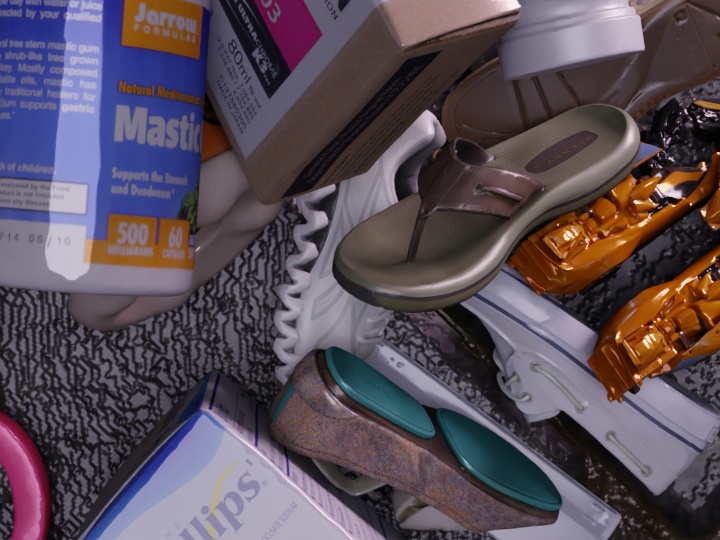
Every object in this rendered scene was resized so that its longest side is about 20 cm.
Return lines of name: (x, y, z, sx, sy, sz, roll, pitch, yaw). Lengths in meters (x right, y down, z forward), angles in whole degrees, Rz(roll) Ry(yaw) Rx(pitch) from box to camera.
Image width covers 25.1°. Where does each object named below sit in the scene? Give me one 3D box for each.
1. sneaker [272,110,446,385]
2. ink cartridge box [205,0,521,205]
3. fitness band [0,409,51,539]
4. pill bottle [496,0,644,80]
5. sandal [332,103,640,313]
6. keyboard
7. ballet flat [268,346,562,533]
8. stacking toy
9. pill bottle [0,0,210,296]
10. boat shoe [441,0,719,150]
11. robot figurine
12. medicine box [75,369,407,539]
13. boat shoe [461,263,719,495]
sneaker: (0.000, 0.000, 0.903, 0.080, 0.075, 0.203, 8, 95, 15)
ink cartridge box: (-0.032, -0.158, 0.774, 0.075, 0.165, 0.202, -20, 77, -32)
fitness band: (-0.262, 0.164, 0.926, 0.143, 0.037, 0.202, 29, 92, -4)
pill bottle: (0.082, -0.196, 0.764, 0.109, 0.111, 0.203, -12, 93, -3)
sandal: (0.063, -0.046, 0.843, 0.200, 0.079, 0.058, -35, 134, -26)
keyboard: (0.061, 0.110, 0.958, 0.199, 0.011, 0.057, 37, 95, -4)
ballet flat: (0.027, 0.106, 0.900, 0.199, 0.068, 0.067, 33, 112, -31)
stacking toy: (-0.146, -0.082, 0.890, 0.146, 0.146, 0.201, -38, 79, -1)
pill bottle: (-0.126, -0.092, 0.748, 0.110, 0.112, 0.203, 4, 92, -4)
boat shoe: (0.139, -0.117, 0.932, 0.198, 0.063, 0.074, -21, 110, 1)
robot figurine: (0.187, -0.020, 0.900, 0.199, 0.058, 0.146, -33, 80, -24)
medicine box: (-0.042, 0.162, 0.865, 0.200, 0.182, 0.103, 42, 89, -4)
boat shoe: (0.111, 0.057, 0.924, 0.199, 0.074, 0.067, 35, 97, 1)
